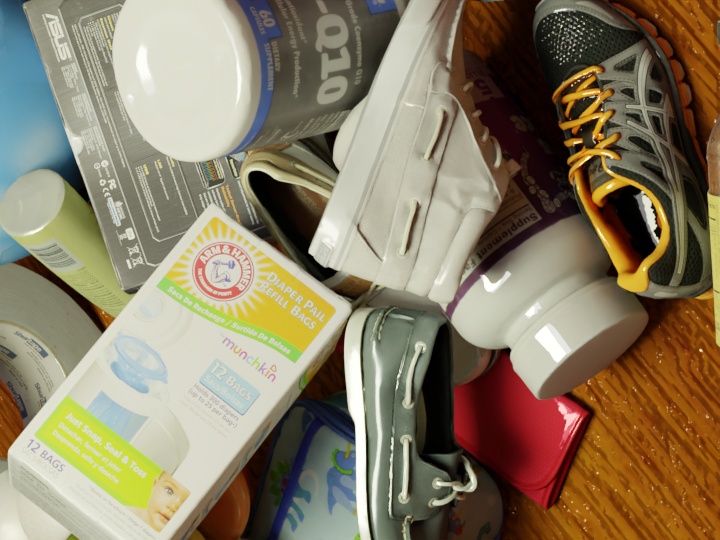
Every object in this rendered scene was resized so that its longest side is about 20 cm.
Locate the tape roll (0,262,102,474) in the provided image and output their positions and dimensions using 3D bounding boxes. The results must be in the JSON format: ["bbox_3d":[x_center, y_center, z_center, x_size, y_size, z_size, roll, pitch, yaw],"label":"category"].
[{"bbox_3d":[-0.260,0.094,1.899,0.066,0.200,0.201,-31,80,43],"label":"tape roll"}]

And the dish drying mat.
[{"bbox_3d":[0.057,0.067,1.737,0.200,0.018,0.077,37,121,29],"label":"dish drying mat"}]

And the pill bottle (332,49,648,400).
[{"bbox_3d":[0.081,-0.025,1.629,0.200,0.112,0.112,54,129,17],"label":"pill bottle"}]

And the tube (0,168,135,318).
[{"bbox_3d":[-0.168,0.002,1.830,0.052,0.200,0.058,-28,50,12],"label":"tube"}]

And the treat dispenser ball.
[{"bbox_3d":[-0.268,-0.101,1.857,0.201,0.201,0.201,12,109,39],"label":"treat dispenser ball"}]

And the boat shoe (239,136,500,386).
[{"bbox_3d":[0.000,0.000,1.689,0.200,0.068,0.075,43,111,3],"label":"boat shoe"}]

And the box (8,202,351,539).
[{"bbox_3d":[-0.109,0.076,1.655,0.112,0.200,0.101,38,164,5],"label":"box"}]

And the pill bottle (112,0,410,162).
[{"bbox_3d":[-0.042,-0.136,1.649,0.114,0.200,0.114,13,110,39],"label":"pill bottle"}]

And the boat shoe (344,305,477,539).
[{"bbox_3d":[0.036,0.119,1.644,0.062,0.073,0.200,-5,97,24],"label":"boat shoe"}]

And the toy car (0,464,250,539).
[{"bbox_3d":[-0.143,0.161,1.790,0.175,0.150,0.200,37,149,-14],"label":"toy car"}]

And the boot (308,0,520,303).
[{"bbox_3d":[0.048,-0.079,1.563,0.095,0.074,0.200,22,77,-3],"label":"boot"}]

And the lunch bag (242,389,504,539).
[{"bbox_3d":[-0.004,0.186,1.781,0.161,0.082,0.200,39,123,32],"label":"lunch bag"}]

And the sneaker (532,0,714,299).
[{"bbox_3d":[0.150,-0.073,1.580,0.078,0.077,0.200,-38,74,42],"label":"sneaker"}]

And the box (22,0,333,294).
[{"bbox_3d":[-0.110,-0.104,1.761,0.158,0.048,0.200,-20,87,1],"label":"box"}]

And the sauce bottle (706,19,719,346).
[{"bbox_3d":[0.227,-0.042,1.529,0.066,0.066,0.200,7,105,40],"label":"sauce bottle"}]
